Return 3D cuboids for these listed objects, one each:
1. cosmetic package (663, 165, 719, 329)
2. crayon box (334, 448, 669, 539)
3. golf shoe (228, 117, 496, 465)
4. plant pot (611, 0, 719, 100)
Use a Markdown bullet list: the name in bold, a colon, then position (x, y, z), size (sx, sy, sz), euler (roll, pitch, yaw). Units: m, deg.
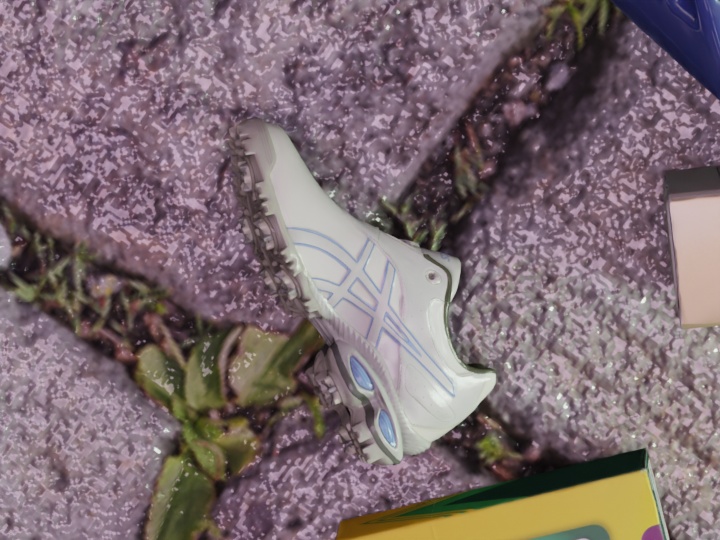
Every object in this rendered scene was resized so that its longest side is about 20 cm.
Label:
- **cosmetic package**: position (0.256, -0.021, 1.532), size (0.199, 0.105, 0.071), euler (-6, 99, 7)
- **crayon box**: position (0.093, 0.214, 1.604), size (0.172, 0.058, 0.201), euler (-13, 97, 8)
- **golf shoe**: position (0.000, 0.000, 1.581), size (0.097, 0.078, 0.201), euler (-27, 102, -9)
- **plant pot**: position (0.186, -0.221, 1.363), size (0.199, 0.200, 0.180), euler (-30, 127, -4)
